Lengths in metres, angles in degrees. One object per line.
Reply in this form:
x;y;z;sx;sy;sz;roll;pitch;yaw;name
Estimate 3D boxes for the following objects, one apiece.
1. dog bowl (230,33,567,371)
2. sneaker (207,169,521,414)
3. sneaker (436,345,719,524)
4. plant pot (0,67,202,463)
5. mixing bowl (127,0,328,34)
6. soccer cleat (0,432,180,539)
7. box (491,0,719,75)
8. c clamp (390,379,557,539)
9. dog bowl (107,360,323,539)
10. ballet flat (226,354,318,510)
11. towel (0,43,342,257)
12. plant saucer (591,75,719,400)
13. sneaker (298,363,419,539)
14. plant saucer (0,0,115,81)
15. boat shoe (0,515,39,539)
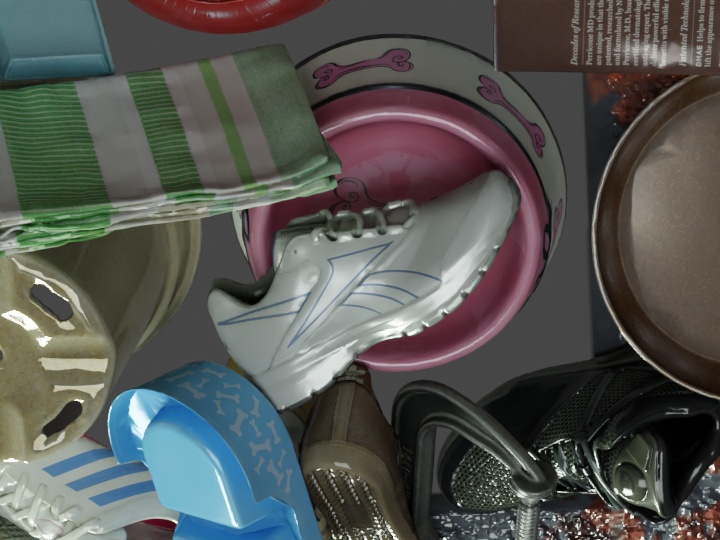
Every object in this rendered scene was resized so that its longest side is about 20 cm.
0.021;-0.031;1.702;0.199;0.074;0.201;1;116;2;dog bowl
0.000;0.000;1.640;0.200;0.075;0.087;-34;104;16;sneaker
0.130;0.108;1.741;0.199;0.114;0.076;-20;113;18;sneaker
-0.196;0.010;1.669;0.200;0.184;0.201;1;114;2;plant pot
-0.075;-0.208;1.605;0.199;0.108;0.201;0;115;1;mixing bowl
-0.179;0.137;1.773;0.199;0.087;0.070;16;132;-5;soccer cleat
0.171;-0.156;1.624;0.199;0.100;0.075;3;115;1;box
0.081;0.158;1.758;0.171;0.027;0.201;30;140;33;c clamp
-0.075;0.139;1.693;0.111;0.050;0.201;12;130;40;dog bowl
-0.051;0.133;1.786;0.068;0.063;0.201;0;115;4;ballet flat
-0.122;-0.071;1.618;0.199;0.153;0.023;-11;126;-10;towel
0.230;-0.024;1.695;0.199;0.034;0.201;0;98;-2;plant saucer
0.006;0.126;1.756;0.070;0.076;0.200;8;154;8;sneaker
-0.184;-0.174;1.615;0.070;0.019;0.200;-2;145;6;plant saucer
-0.283;0.164;1.807;0.199;0.075;0.062;19;119;-1;boat shoe
